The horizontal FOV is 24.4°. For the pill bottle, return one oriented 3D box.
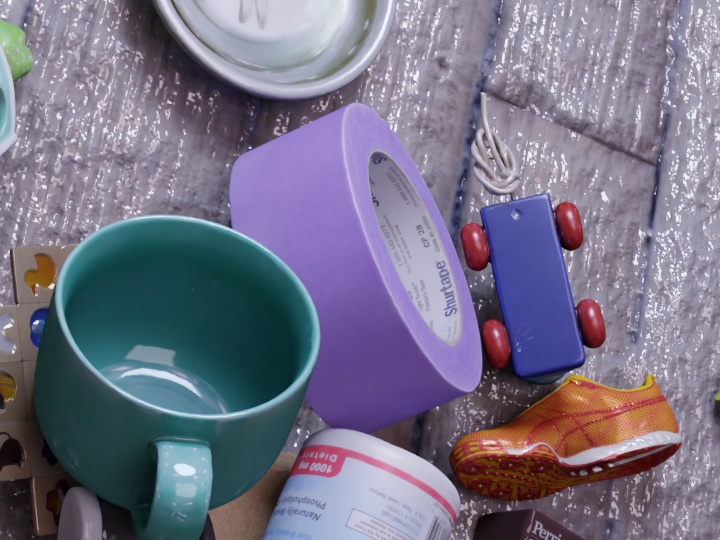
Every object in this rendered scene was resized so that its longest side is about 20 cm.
[{"bbox_3d":[-0.021,0.207,1.015,0.108,0.109,0.201,33,65,-19],"label":"pill bottle"}]

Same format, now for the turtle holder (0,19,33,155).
[{"bbox_3d":[-0.274,-0.105,0.999,0.141,0.186,0.132,-42,101,3],"label":"turtle holder"}]

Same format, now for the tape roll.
[{"bbox_3d":[0.000,0.000,1.079,0.201,0.084,0.201,55,21,-34],"label":"tape roll"}]

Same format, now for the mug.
[{"bbox_3d":[-0.115,0.070,0.934,0.151,0.115,0.185,32,42,10],"label":"mug"}]

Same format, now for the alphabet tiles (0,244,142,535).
[{"bbox_3d":[-0.147,0.067,1.012,0.199,0.006,0.168,-3,85,-42],"label":"alphabet tiles"}]

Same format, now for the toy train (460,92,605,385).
[{"bbox_3d":[0.115,-0.017,1.202,0.084,0.116,0.202,-12,76,3],"label":"toy train"}]

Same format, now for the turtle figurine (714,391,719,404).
[{"bbox_3d":[0.361,0.141,1.325,0.199,0.064,0.162,-34,88,-22],"label":"turtle figurine"}]

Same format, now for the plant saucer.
[{"bbox_3d":[-0.069,-0.212,1.173,0.198,0.050,0.202,6,76,-27],"label":"plant saucer"}]

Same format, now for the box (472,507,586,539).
[{"bbox_3d":[0.106,0.277,1.149,0.100,0.075,0.201,31,64,-19],"label":"box"}]

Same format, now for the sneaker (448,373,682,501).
[{"bbox_3d":[0.143,0.119,1.218,0.198,0.073,0.078,-5,59,-34],"label":"sneaker"}]

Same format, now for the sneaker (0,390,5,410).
[{"bbox_3d":[-0.201,0.086,1.010,0.200,0.073,0.077,-37,95,-30],"label":"sneaker"}]

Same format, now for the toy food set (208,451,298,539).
[{"bbox_3d":[-0.060,0.219,1.083,0.196,0.049,0.202,18,70,-25],"label":"toy food set"}]

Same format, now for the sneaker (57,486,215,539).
[{"bbox_3d":[-0.133,0.220,0.986,0.098,0.071,0.202,2,111,-25],"label":"sneaker"}]
